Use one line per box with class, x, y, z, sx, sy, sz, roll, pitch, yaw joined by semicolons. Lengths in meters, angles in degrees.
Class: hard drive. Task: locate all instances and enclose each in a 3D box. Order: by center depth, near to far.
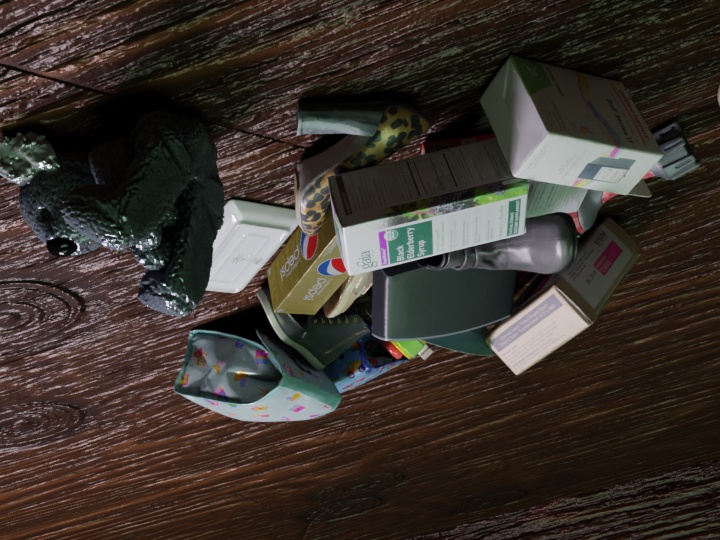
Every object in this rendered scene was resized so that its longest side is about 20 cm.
hard drive;0.113;0.025;1.146;0.198;0.042;0.136;-10;124;-16

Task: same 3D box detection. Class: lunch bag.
lunch bag;-0.146;0.163;1.314;0.198;0.123;0.170;2;161;31
lunch bag;-0.010;0.158;1.454;0.150;0.095;0.199;-29;157;24

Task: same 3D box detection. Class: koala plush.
koala plush;-0.255;-0.070;0.884;0.198;0.185;0.178;1;148;22

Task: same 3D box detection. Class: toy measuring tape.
toy measuring tape;0.085;0.119;1.412;0.073;0.074;0.200;-21;148;18

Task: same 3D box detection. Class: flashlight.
flashlight;0.324;-0.104;1.107;0.199;0.069;0.067;-28;147;30

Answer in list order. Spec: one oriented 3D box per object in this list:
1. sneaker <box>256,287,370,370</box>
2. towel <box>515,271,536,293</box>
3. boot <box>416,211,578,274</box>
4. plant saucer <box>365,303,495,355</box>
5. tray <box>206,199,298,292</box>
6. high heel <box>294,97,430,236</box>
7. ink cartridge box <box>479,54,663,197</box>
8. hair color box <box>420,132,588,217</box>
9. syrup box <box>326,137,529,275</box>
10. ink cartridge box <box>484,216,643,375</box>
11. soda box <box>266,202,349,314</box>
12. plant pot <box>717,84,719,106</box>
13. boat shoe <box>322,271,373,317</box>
sneaker;-0.067;0.060;1.275;0.106;0.075;0.200;-35;142;5
towel;0.193;-0.036;1.196;0.199;0.023;0.145;19;123;-43
boot;0.147;-0.022;1.004;0.130;0.071;0.200;-6;177;-21
plant saucer;0.107;0.071;1.279;0.198;0.036;0.200;17;-173;-2
tray;-0.156;-0.021;1.122;0.106;0.022;0.200;6;147;-32
high heel;-0.002;-0.103;0.971;0.141;0.072;0.201;-1;142;-7
ink cartridge box;0.237;-0.149;0.934;0.198;0.118;0.067;5;141;-30
hair color box;0.169;-0.110;1.043;0.198;0.065;0.111;-9;153;-8
syrup box;0.070;-0.068;0.930;0.198;0.082;0.079;-14;140;-5
ink cartridge box;0.284;0.034;1.231;0.200;0.075;0.165;-41;175;-43
soda box;-0.051;-0.018;1.118;0.063;0.068;0.200;4;148;-28
plant pot;0.522;-0.156;0.964;0.198;0.185;0.201;-9;152;-5
boat shoe;0.000;0.000;1.173;0.064;0.073;0.201;2;144;-23
